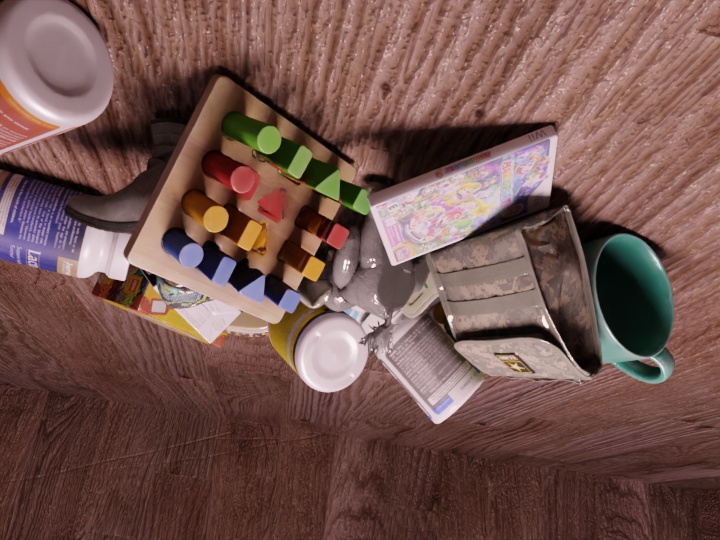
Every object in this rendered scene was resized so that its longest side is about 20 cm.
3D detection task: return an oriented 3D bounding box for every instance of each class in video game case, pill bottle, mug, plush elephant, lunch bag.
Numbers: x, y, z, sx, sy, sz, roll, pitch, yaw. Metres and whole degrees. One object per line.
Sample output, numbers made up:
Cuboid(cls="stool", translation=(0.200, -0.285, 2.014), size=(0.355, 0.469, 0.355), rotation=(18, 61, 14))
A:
Cuboid(cls="video game case", translation=(0.113, -0.074, 0.697), size=(0.196, 0.018, 0.144), rotation=(-21, 153, 3))
Cuboid(cls="pill bottle", translation=(-0.332, -0.170, 0.592), size=(0.196, 0.115, 0.112), rotation=(-7, 154, 31))
Cuboid(cls="mug", translation=(0.311, 0.057, 0.830), size=(0.149, 0.190, 0.114), rotation=(-1, 169, -31))
Cuboid(cls="pill bottle", translation=(-0.413, -0.056, 0.888), size=(0.196, 0.118, 0.116), rotation=(15, 157, -18))
Cuboid(cls="plush elephant", translation=(0.000, 0.000, 0.849), size=(0.153, 0.204, 0.163), rotation=(11, 175, 45))
Cuboid(cls="pill bottle", translation=(0.096, 0.136, 1.047), size=(0.201, 0.113, 0.114), rotation=(48, 159, 8))
Cuboid(cls="pill bottle", translation=(-0.076, 0.093, 0.962), size=(0.110, 0.113, 0.199), rotation=(20, -177, -29))
Cuboid(cls="lunch bag", translation=(0.189, 0.045, 0.779), size=(0.116, 0.204, 0.163), rotation=(-24, -172, -35))

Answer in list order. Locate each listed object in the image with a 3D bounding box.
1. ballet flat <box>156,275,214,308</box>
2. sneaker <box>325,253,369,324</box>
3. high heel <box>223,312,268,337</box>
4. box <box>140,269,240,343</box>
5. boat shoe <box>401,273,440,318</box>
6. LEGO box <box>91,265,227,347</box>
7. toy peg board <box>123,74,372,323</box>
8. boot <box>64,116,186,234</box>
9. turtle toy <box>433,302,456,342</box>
Cuboid(cls="ballet flat", translation=(-0.144, -0.002, 0.754), size=(0.197, 0.076, 0.074), rotation=(-13, 170, -31))
Cuboid(cls="sneaker", translation=(0.001, 0.036, 1.030), size=(0.079, 0.078, 0.200), rotation=(0, 158, 13))
Cuboid(cls="high heel", translation=(-0.164, 0.105, 1.200), size=(0.196, 0.073, 0.143), rotation=(-13, 154, -10))
Cuboid(cls="box", translation=(-0.256, 0.018, 0.926), size=(0.117, 0.060, 0.199), rotation=(51, 168, -29))
Cuboid(cls="boat shoe", translation=(0.127, 0.005, 0.950), size=(0.067, 0.073, 0.200), rotation=(-23, 170, -37))
Cuboid(cls="LEGO box", translation=(-0.344, 0.056, 1.139), size=(0.147, 0.079, 0.200), rotation=(11, 163, 36))
Cuboid(cls="toy peg board", translation=(-0.097, -0.052, 0.653), size=(0.198, 0.202, 0.097), rotation=(28, 180, -41))
Cuboid(cls="boot", translation=(-0.231, -0.104, 0.715), size=(0.196, 0.134, 0.068), rotation=(9, -177, 15))
Cuboid(cls="turtle toy", translation=(0.211, 0.098, 1.069), size=(0.143, 0.103, 0.200), rotation=(14, 157, -16))
